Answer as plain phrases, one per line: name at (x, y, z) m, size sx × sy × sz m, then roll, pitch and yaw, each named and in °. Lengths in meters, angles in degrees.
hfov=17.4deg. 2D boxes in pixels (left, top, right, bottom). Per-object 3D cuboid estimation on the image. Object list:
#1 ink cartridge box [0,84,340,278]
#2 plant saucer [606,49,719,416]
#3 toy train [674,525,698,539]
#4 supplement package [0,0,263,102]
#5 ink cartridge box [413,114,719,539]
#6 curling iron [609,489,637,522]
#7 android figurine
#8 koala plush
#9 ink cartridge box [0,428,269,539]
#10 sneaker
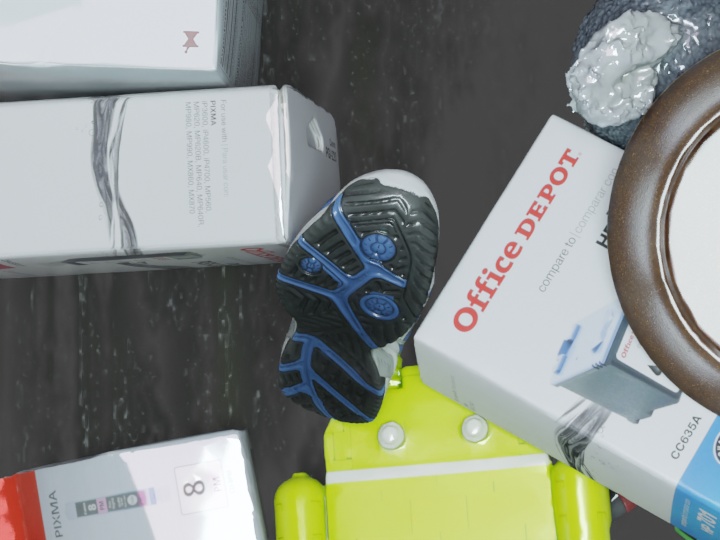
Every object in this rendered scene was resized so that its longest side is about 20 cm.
ink cartridge box at (-0.120, -0.044, 1.232) m, size 0.200 × 0.146 × 0.085 m, roll -5°, pitch 86°, yaw 10°
plant saucer at (0.217, -0.017, 1.125) m, size 0.200 × 0.032 × 0.200 m, roll 1°, pitch 95°, yaw 10°
toy train at (0.242, 0.079, 1.261) m, size 0.056 × 0.042 × 0.200 m, roll 38°, pitch 88°, yaw -23°
supplement package at (-0.153, -0.163, 1.227) m, size 0.191 × 0.200 × 0.147 m, roll 3°, pitch 86°, yaw 3°
ink cartridge box at (0.149, 0.035, 1.212) m, size 0.200 × 0.086 × 0.147 m, roll 29°, pitch 77°, yaw 13°
curling iron at (0.135, 0.114, 1.281) m, size 0.200 × 0.026 × 0.050 m, roll -41°, pitch 64°, yaw 4°
android figurine at (0.044, 0.134, 1.261) m, size 0.182 × 0.041 × 0.200 m, roll -4°, pitch 79°, yaw 9°
koala plush at (0.189, -0.138, 1.226) m, size 0.200 × 0.177 × 0.184 m, roll -40°, pitch 86°, yaw 8°
ink cartridge box at (-0.144, 0.182, 1.278) m, size 0.200 × 0.057 × 0.163 m, roll -11°, pitch 86°, yaw -3°
sneaker at (0.000, 0.000, 1.195) m, size 0.076 × 0.200 × 0.077 m, roll 22°, pitch 59°, yaw 0°
